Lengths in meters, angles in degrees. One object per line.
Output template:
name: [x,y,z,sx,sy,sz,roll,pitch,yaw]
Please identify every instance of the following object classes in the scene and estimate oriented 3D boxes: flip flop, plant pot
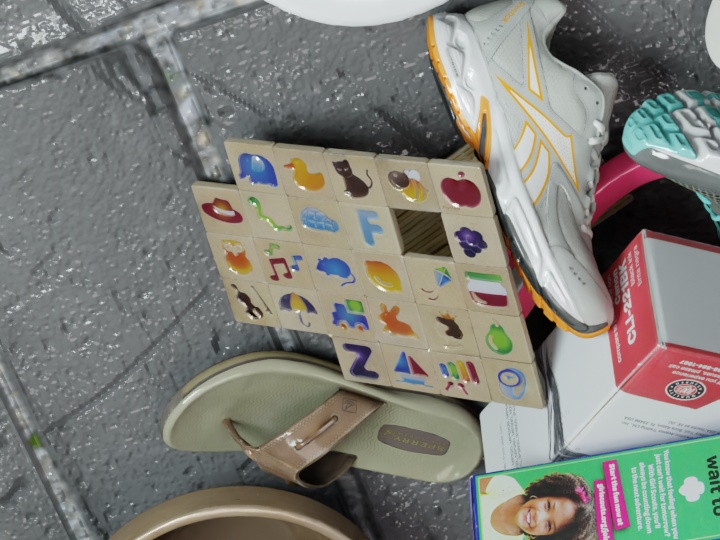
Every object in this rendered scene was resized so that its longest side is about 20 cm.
flip flop: [-0.020,0.101,1.673,0.199,0.058,0.081,12,132,-16]
plant pot: [-0.076,0.200,1.714,0.200,0.093,0.202,-2,121,-3]

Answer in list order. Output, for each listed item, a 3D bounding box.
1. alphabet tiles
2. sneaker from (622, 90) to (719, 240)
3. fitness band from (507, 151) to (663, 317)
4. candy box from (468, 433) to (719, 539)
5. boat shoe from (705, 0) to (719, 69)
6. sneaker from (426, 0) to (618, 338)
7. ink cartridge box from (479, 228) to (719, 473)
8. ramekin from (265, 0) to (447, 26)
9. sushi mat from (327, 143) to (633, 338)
alphabet tiles: [0.000,0.000,1.584,0.199,0.008,0.168,8,131,31]
sneaker: [0.223,-0.035,1.564,0.199,0.078,0.091,16,120,-27]
fitness band: [0.157,0.004,1.642,0.143,0.038,0.200,21,119,-28]
candy box: [0.176,0.166,1.584,0.199,0.077,0.169,-12,146,10]
boat shoe: [0.263,-0.188,1.531,0.068,0.072,0.201,9,115,-35]
sneaker: [0.108,-0.064,1.536,0.092,0.076,0.201,-21,79,-2]
ink cartridge box: [0.176,0.077,1.599,0.144,0.084,0.200,12,140,-23]
ramekin: [-0.002,-0.226,1.464,0.199,0.098,0.201,-2,121,-4]
sushi mat: [0.054,-0.018,1.640,0.200,0.012,0.096,-35,118,15]
